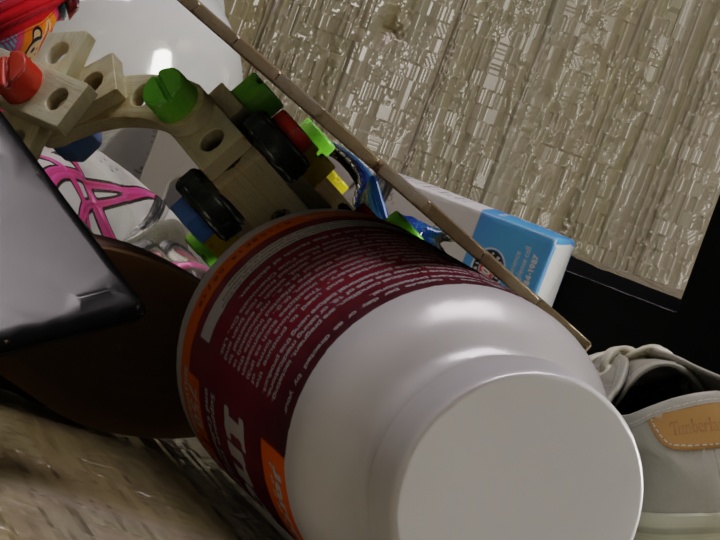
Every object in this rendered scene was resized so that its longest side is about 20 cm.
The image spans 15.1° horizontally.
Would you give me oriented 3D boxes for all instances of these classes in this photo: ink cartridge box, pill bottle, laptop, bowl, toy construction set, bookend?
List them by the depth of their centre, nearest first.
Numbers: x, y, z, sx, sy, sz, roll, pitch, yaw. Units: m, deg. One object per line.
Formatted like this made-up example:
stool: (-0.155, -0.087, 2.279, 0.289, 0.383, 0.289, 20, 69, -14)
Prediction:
laptop: (-0.214, -0.007, 0.911, 0.187, 0.116, 0.200, -15, 59, -47)
pill bottle: (0.015, 0.050, 0.927, 0.113, 0.113, 0.200, 18, 5, -22)
toy construction set: (-0.054, -0.037, 1.069, 0.200, 0.092, 0.131, 28, 14, -41)
ink cartridge box: (-0.012, 0.003, 1.308, 0.200, 0.116, 0.068, 21, 4, 12)
bookend: (0.165, 0.020, 1.346, 0.200, 0.199, 0.092, 21, 7, 18)
bowl: (-0.131, -0.068, 1.349, 0.201, 0.201, 0.090, 14, 28, -52)

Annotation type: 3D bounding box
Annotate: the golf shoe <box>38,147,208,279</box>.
golf shoe: (-0.140, -0.020, 1.145, 0.092, 0.073, 0.200, 58, 15, 23)

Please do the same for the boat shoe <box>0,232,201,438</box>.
boat shoe: (-0.133, 0.009, 1.031, 0.200, 0.070, 0.070, 18, 9, -16)

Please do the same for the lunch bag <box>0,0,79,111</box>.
lunch bag: (-0.224, -0.127, 1.125, 0.200, 0.082, 0.176, 28, 23, 10)

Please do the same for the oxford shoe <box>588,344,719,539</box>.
oxford shoe: (0.095, 0.053, 0.979, 0.075, 0.058, 0.200, -7, 9, -14)

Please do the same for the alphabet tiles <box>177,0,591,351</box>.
alphabet tiles: (0.005, -0.040, 1.005, 0.166, 0.006, 0.200, 39, 2, -39)

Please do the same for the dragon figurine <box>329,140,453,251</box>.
dragon figurine: (0.000, 0.000, 1.194, 0.099, 0.059, 0.200, 33, 35, -55)
